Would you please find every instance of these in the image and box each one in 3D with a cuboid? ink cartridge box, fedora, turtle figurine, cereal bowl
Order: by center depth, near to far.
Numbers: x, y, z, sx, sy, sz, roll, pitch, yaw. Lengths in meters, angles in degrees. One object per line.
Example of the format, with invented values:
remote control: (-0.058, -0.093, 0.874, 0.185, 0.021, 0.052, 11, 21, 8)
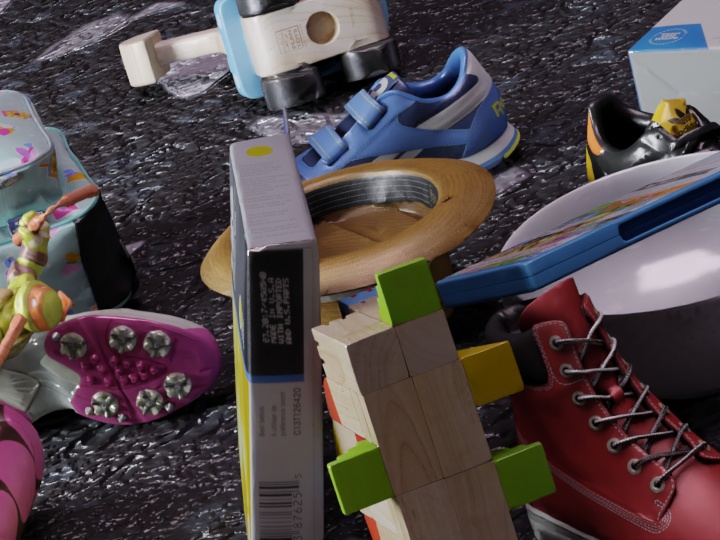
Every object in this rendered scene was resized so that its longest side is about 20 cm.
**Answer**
ink cartridge box: (-0.047, 0.039, 1.433, 0.047, 0.199, 0.200, -4, 23, -6)
cereal bowl: (0.179, 0.013, 1.482, 0.199, 0.084, 0.200, -14, 23, 6)
turtle figurine: (-0.231, 0.028, 1.595, 0.160, 0.065, 0.201, -12, 34, 27)
fedora: (0.000, 0.000, 1.628, 0.199, 0.082, 0.201, -16, 20, 6)
ink cartridge box: (0.278, -0.162, 1.821, 0.115, 0.068, 0.200, 0, 28, 34)

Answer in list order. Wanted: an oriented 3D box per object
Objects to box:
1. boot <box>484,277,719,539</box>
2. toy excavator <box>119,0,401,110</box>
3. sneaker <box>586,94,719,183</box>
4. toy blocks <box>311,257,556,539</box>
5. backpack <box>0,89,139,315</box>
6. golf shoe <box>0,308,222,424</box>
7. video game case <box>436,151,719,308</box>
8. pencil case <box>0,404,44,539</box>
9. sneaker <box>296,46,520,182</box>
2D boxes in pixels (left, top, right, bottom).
boot: (0.136, 0.079, 1.288, 0.072, 0.145, 0.199, -30, 27, -29)
toy excavator: (-0.081, -0.182, 2.099, 0.193, 0.101, 0.200, -19, 10, -11)
sneaker: (0.204, -0.057, 1.610, 0.070, 0.091, 0.199, -30, 26, -28)
toy blocks: (0.024, 0.091, 1.314, 0.099, 0.201, 0.137, -20, 9, -11)
backpack: (-0.269, -0.019, 1.778, 0.199, 0.154, 0.176, -27, 30, -6)
golf shoe: (-0.172, 0.051, 1.652, 0.198, 0.076, 0.092, -7, 22, 20)
video game case: (0.149, -0.031, 1.411, 0.199, 0.018, 0.143, -24, 3, -17)
pencil case: (-0.235, 0.148, 1.462, 0.093, 0.091, 0.200, 20, 23, -5)
sneaker: (0.006, -0.088, 1.824, 0.199, 0.083, 0.074, -23, 25, -9)
